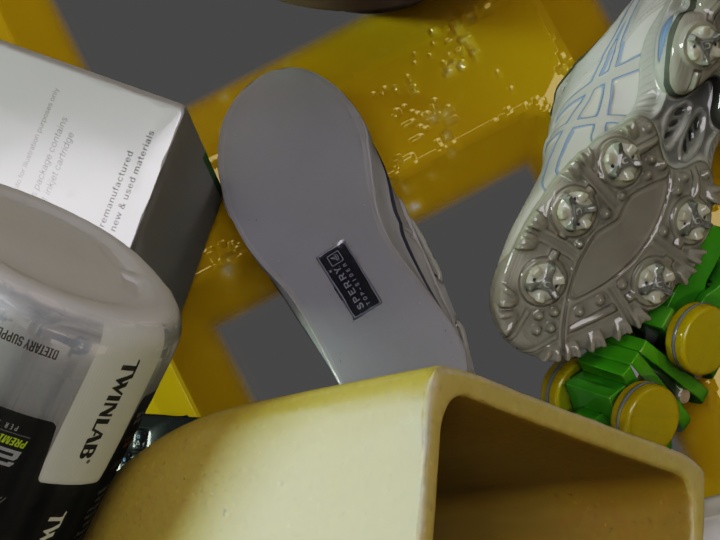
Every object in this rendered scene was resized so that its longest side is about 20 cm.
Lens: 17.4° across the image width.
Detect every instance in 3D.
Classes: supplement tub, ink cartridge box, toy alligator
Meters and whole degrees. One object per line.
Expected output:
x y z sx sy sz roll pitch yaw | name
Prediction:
-0.158 0.075 0.863 0.122 0.122 0.201 29 104 8 | supplement tub
-0.168 -0.047 0.988 0.199 0.146 0.085 19 80 7 | ink cartridge box
0.139 0.026 1.010 0.054 0.059 0.201 46 72 -34 | toy alligator

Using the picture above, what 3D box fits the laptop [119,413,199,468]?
-0.159 0.136 0.969 0.198 0.103 0.179 3 79 17 | laptop

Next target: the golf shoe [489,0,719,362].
0.111 -0.048 1.010 0.078 0.097 0.201 42 75 -24 | golf shoe

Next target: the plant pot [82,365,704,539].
-0.006 0.153 0.878 0.199 0.195 0.196 -5 73 36 | plant pot

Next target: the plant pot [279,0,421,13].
-0.001 -0.191 0.995 0.198 0.175 0.202 -1 79 3 | plant pot

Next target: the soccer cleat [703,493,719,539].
0.132 0.133 0.978 0.198 0.069 0.078 -15 82 -3 | soccer cleat

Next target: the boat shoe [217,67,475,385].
0.000 0.000 1.011 0.072 0.066 0.201 -32 57 -1 | boat shoe
